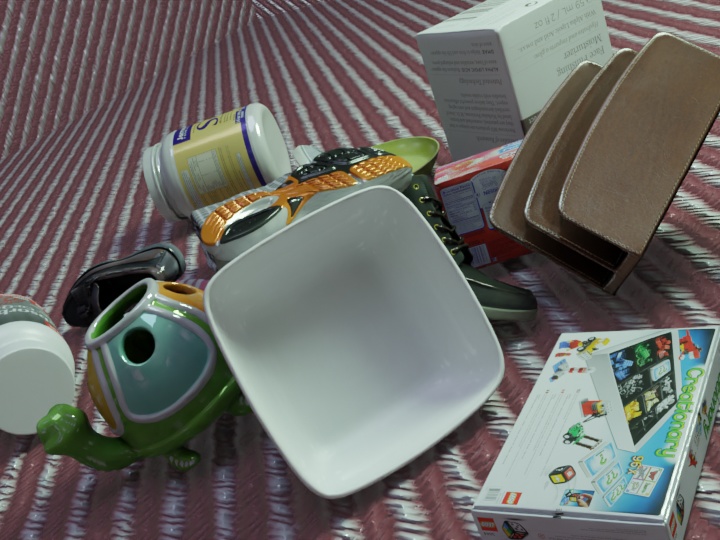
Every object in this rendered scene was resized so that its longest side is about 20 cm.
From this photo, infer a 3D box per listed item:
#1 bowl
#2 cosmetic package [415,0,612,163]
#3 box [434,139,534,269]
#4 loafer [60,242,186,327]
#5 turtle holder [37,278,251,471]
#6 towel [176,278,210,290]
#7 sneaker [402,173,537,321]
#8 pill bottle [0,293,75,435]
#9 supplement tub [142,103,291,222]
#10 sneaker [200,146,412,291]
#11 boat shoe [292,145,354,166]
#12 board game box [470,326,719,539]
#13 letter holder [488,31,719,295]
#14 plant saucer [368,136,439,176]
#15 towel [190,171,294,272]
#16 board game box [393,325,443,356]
[{"bbox_3d":[-0.007,0.057,0.721,0.199,0.201,0.075,-30,-6,-18],"label":"bowl"},{"bbox_3d":[0.199,-0.226,1.113,0.164,0.202,0.165,-31,24,-22],"label":"cosmetic package"},{"bbox_3d":[0.182,-0.082,0.932,0.198,0.101,0.096,-18,14,10],"label":"box"},{"bbox_3d":[-0.311,0.025,1.145,0.199,0.072,0.063,-25,18,24],"label":"loafer"},{"bbox_3d":[-0.187,0.091,0.814,0.184,0.132,0.141,-29,26,21],"label":"turtle holder"},{"bbox_3d":[-0.213,0.049,1.093,0.198,0.030,0.146,-1,30,40],"label":"towel"},{"bbox_3d":[0.075,-0.025,0.825,0.198,0.107,0.075,19,5,17],"label":"sneaker"},{"bbox_3d":[-0.383,0.103,1.012,0.115,0.117,0.200,-30,25,-20],"label":"pill bottle"},{"bbox_3d":[-0.220,-0.163,1.412,0.198,0.147,0.146,-17,23,10],"label":"supplement tub"},{"bbox_3d":[-0.039,-0.037,0.789,0.199,0.093,0.076,-26,36,-19],"label":"sneaker"},{"bbox_3d":[-0.016,-0.116,1.166,0.071,0.070,0.201,-43,48,-1],"label":"boat shoe"},{"bbox_3d":[0.170,0.108,0.620,0.125,0.035,0.200,-5,28,35],"label":"board game box"},{"bbox_3d":[0.215,-0.109,0.799,0.141,0.101,0.201,30,74,11],"label":"letter holder"},{"bbox_3d":[0.021,-0.132,1.282,0.198,0.031,0.200,-19,24,9],"label":"plant saucer"},{"bbox_3d":[-0.124,-0.060,1.151,0.164,0.086,0.200,-22,16,-13],"label":"towel"},{"bbox_3d":[-0.013,0.026,0.836,0.198,0.020,0.103,16,19,8],"label":"board game box"}]
